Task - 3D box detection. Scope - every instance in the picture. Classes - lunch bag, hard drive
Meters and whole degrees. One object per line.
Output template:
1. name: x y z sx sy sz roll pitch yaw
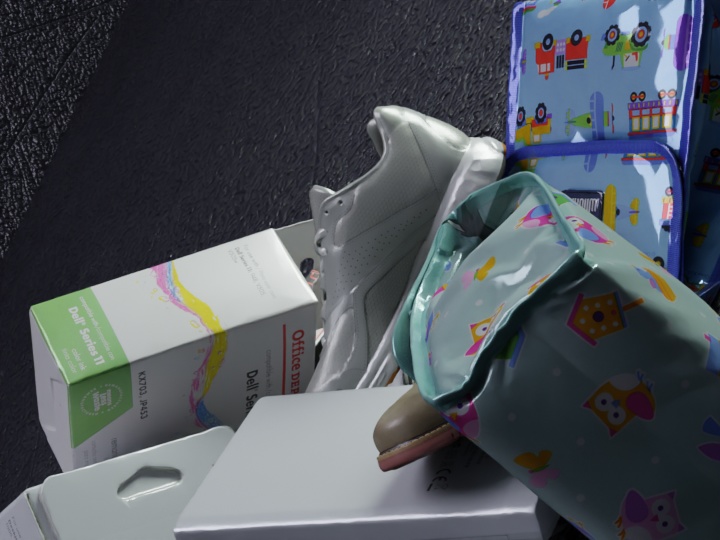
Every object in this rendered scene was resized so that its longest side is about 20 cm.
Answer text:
1. lunch bag: 0.110 0.049 1.245 0.122 0.170 0.200 -49 15 7
2. lunch bag: 0.147 -0.048 1.460 0.151 0.094 0.200 -1 72 50
3. hard drive: 0.018 0.101 1.365 0.200 0.026 0.132 -6 27 25

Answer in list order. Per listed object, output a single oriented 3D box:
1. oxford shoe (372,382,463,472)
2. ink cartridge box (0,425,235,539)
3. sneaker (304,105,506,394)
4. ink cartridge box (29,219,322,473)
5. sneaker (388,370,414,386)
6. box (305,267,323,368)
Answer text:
1. oxford shoe: 0.054 0.029 1.348 0.070 0.075 0.200 -26 13 42
2. ink cartridge box: -0.158 0.177 1.570 0.144 0.085 0.200 -16 -15 -34
3. sneaker: 0.000 0.000 1.483 0.200 0.092 0.076 -62 2 -4
4. ink cartridge box: -0.092 0.050 1.591 0.117 0.200 0.067 93 152 -50
5. sneaker: 0.048 0.073 1.557 0.200 0.073 0.085 54 158 41
6. box: -0.049 0.098 1.724 0.200 0.040 0.137 -54 -26 -37
